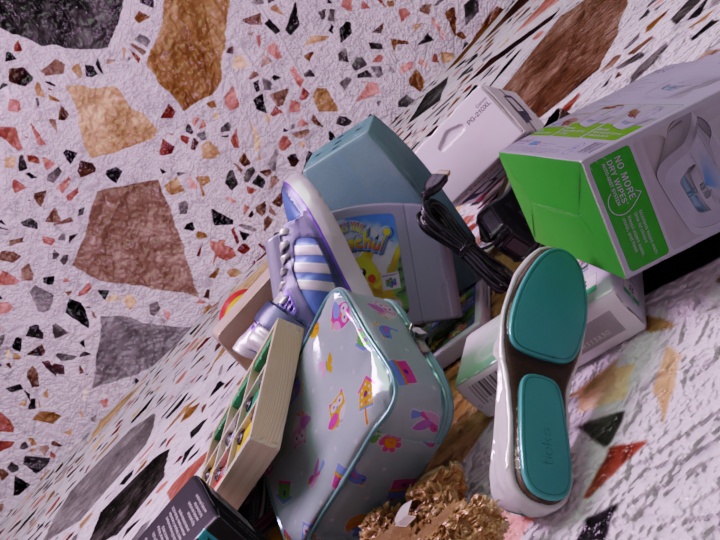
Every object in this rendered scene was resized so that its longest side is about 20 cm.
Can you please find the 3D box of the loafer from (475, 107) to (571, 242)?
[{"bbox_3d":[0.201,-0.117,0.994,0.200,0.071,0.073,-49,12,-13],"label":"loafer"}]

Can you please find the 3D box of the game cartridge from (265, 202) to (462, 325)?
[{"bbox_3d":[0.000,0.000,0.863,0.197,0.136,0.040,-11,-7,8],"label":"game cartridge"}]

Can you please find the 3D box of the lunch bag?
[{"bbox_3d":[-0.010,0.122,0.680,0.202,0.076,0.161,-61,32,22],"label":"lunch bag"}]

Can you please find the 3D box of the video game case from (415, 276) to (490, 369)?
[{"bbox_3d":[0.068,0.078,0.929,0.199,0.022,0.183,-40,13,23],"label":"video game case"}]

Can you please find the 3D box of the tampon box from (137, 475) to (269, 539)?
[{"bbox_3d":[-0.130,0.288,0.602,0.200,0.150,0.126,-48,13,-13],"label":"tampon box"}]

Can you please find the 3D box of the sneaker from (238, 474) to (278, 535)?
[{"bbox_3d":[-0.079,0.185,0.800,0.080,0.074,0.203,-21,50,57],"label":"sneaker"}]

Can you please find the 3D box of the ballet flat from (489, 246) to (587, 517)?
[{"bbox_3d":[0.118,0.076,0.581,0.069,0.069,0.202,-31,38,48],"label":"ballet flat"}]

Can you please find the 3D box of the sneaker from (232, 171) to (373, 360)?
[{"bbox_3d":[-0.073,0.019,0.801,0.145,0.202,0.081,-28,-11,-4],"label":"sneaker"}]

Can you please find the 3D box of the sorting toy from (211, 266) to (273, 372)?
[{"bbox_3d":[-0.078,0.056,1.048,0.200,0.199,0.069,-48,41,-14],"label":"sorting toy"}]

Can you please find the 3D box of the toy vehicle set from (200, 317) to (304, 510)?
[{"bbox_3d":[-0.107,0.151,0.734,0.125,0.026,0.201,-82,18,-46],"label":"toy vehicle set"}]

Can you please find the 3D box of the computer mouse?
[{"bbox_3d":[0.135,-0.060,0.858,0.200,0.140,0.046,-45,-7,-43],"label":"computer mouse"}]

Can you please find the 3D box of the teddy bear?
[{"bbox_3d":[0.039,0.203,0.546,0.145,0.067,0.200,-41,5,-4],"label":"teddy bear"}]

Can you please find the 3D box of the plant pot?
[{"bbox_3d":[0.028,-0.065,0.946,0.140,0.201,0.142,-28,17,15],"label":"plant pot"}]

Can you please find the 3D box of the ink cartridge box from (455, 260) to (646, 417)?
[{"bbox_3d":[0.168,0.020,0.720,0.160,0.050,0.201,-38,16,32],"label":"ink cartridge box"}]

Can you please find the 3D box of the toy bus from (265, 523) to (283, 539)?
[{"bbox_3d":[-0.124,0.300,0.714,0.200,0.078,0.065,-48,13,-12],"label":"toy bus"}]

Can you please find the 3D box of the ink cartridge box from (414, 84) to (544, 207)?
[{"bbox_3d":[0.160,-0.163,1.090,0.145,0.085,0.200,-45,-9,22],"label":"ink cartridge box"}]

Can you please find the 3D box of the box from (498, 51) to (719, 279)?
[{"bbox_3d":[0.227,-0.091,0.648,0.175,0.098,0.200,-26,12,-3],"label":"box"}]
